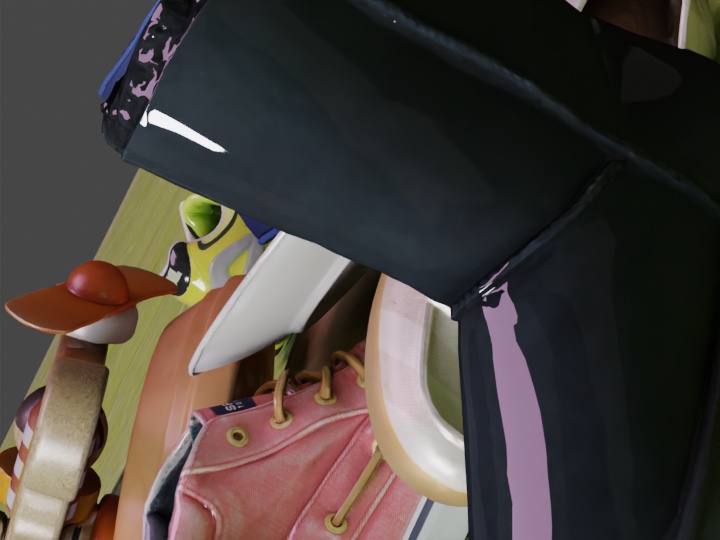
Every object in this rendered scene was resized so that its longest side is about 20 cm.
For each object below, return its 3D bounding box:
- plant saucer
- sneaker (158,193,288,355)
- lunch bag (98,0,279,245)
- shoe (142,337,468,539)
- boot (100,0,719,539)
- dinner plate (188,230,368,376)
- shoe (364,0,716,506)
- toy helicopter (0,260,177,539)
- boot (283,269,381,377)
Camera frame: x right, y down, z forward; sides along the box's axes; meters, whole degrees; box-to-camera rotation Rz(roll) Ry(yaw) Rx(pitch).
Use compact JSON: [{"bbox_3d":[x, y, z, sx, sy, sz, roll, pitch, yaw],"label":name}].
[{"bbox_3d":[-0.064,0.099,0.992,0.200,0.037,0.201,8,-90,-87],"label":"plant saucer"},{"bbox_3d":[-0.049,-0.041,1.385,0.076,0.076,0.200,-60,9,34],"label":"sneaker"},{"bbox_3d":[-0.020,-0.103,1.231,0.136,0.132,0.200,-49,4,-19],"label":"lunch bag"},{"bbox_3d":[-0.006,0.050,0.846,0.201,0.091,0.071,-67,10,-18],"label":"shoe"},{"bbox_3d":[0.013,0.003,0.626,0.076,0.168,0.201,-48,19,60],"label":"boot"},{"bbox_3d":[0.015,-0.037,0.871,0.200,0.024,0.200,-49,-4,-5],"label":"dinner plate"},{"bbox_3d":[0.055,-0.025,0.769,0.053,0.070,0.200,116,178,-62],"label":"shoe"},{"bbox_3d":[-0.103,0.052,0.951,0.200,0.079,0.133,141,146,-79],"label":"toy helicopter"},{"bbox_3d":[0.000,0.000,1.027,0.175,0.066,0.200,-49,19,53],"label":"boot"}]
